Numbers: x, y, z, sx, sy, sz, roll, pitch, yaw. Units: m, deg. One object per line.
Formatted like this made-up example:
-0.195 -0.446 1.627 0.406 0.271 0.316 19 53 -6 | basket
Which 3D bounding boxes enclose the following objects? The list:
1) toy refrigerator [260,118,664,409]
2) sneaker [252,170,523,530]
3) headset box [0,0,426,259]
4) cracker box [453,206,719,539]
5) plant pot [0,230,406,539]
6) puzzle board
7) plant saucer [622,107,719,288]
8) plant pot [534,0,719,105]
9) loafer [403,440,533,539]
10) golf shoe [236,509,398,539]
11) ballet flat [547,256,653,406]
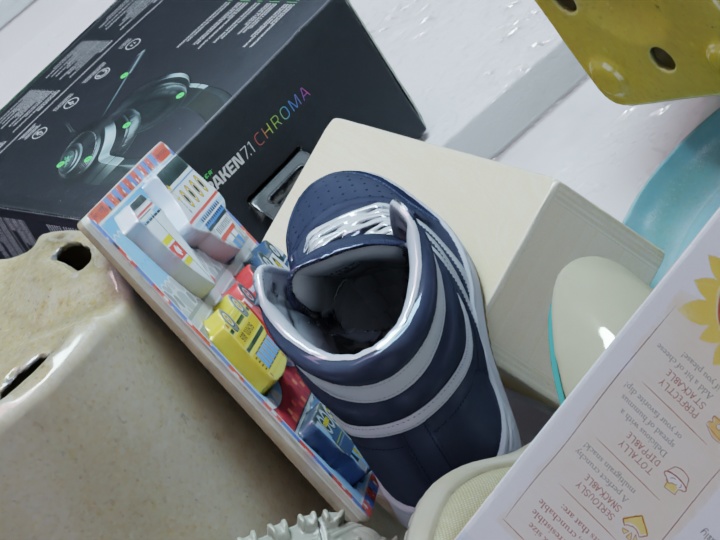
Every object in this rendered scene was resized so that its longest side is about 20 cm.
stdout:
0.039 -0.004 1.247 0.076 0.070 0.200 -61 28 -5 | toy refrigerator
0.000 0.000 1.102 0.070 0.109 0.200 -29 39 5 | sneaker
-0.091 -0.053 1.465 0.174 0.093 0.200 -47 30 -24 | headset box
0.122 0.070 0.865 0.200 0.134 0.058 -53 -14 28 | cracker box
-0.100 0.095 1.138 0.200 0.184 0.201 -26 29 15 | plant pot
-0.040 0.017 1.169 0.017 0.151 0.200 -41 5 9 | puzzle board
0.193 -0.029 1.186 0.199 0.027 0.200 -26 28 15 | plant saucer
0.163 -0.176 1.251 0.200 0.196 0.194 -48 22 -23 | plant pot
0.074 0.094 1.017 0.068 0.076 0.200 -3 16 27 | loafer
-0.052 0.175 1.051 0.078 0.097 0.200 31 66 20 | golf shoe
0.114 0.079 0.968 0.069 0.069 0.201 -22 69 23 | ballet flat
